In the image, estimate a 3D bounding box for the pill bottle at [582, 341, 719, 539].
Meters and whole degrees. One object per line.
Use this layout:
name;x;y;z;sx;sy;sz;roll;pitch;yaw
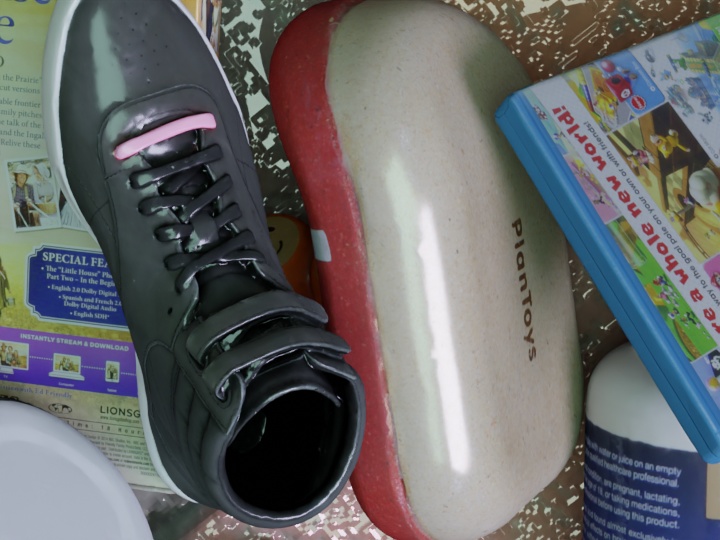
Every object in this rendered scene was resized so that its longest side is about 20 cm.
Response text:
pill bottle;0.139;0.086;0.929;0.111;0.111;0.200;-1;101;-4

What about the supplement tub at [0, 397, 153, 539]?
supplement tub;-0.176;0.135;0.885;0.200;0.123;0.123;-31;103;32

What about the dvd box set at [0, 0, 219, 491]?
dvd box set;-0.127;-0.027;0.904;0.146;0.029;0.200;6;102;13

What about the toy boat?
toy boat;0.000;0.000;0.914;0.131;0.131;0.200;-3;103;26

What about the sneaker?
sneaker;-0.046;-0.004;0.824;0.071;0.099;0.200;-20;110;-22

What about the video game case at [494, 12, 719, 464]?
video game case;0.162;-0.031;0.880;0.200;0.018;0.143;-22;75;-30
